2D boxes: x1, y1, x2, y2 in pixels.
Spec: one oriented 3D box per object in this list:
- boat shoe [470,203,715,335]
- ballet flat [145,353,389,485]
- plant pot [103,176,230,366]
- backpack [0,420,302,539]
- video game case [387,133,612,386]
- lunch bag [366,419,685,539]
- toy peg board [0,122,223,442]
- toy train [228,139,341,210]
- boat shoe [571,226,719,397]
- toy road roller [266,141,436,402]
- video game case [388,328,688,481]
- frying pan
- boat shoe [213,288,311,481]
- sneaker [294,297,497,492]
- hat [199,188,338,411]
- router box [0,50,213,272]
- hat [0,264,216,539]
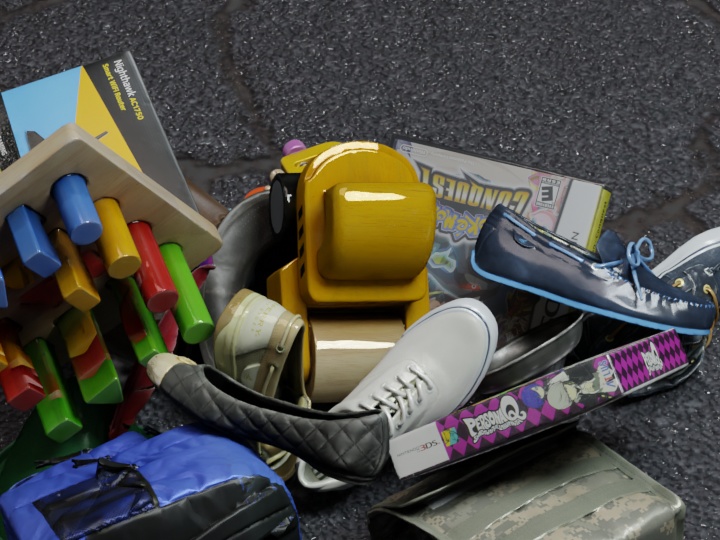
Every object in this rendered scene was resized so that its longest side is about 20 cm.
[{"bbox_3d":[0.188,-0.001,1.759,0.199,0.069,0.084,17,3,1],"label":"boat shoe"},{"bbox_3d":[-0.065,0.096,1.603,0.199,0.057,0.066,20,12,21],"label":"ballet flat"},{"bbox_3d":[-0.204,-0.020,1.878,0.198,0.201,0.200,30,49,28],"label":"plant pot"},{"bbox_3d":[-0.151,0.193,1.610,0.199,0.163,0.168,-20,37,-17],"label":"backpack"},{"bbox_3d":[0.092,-0.005,1.851,0.199,0.182,0.025,15,-3,24],"label":"video game case"},{"bbox_3d":[0.117,0.191,1.621,0.163,0.118,0.200,-22,34,-24],"label":"lunch bag"},{"bbox_3d":[-0.216,0.023,1.628,0.199,0.199,0.098,-36,55,12],"label":"toy peg board"},{"bbox_3d":[-0.020,-0.057,2.010,0.198,0.056,0.151,-2,39,9],"label":"toy train"},{"bbox_3d":[0.271,0.038,1.842,0.199,0.071,0.091,-27,43,-16],"label":"boat shoe"},{"bbox_3d":[0.000,0.000,1.739,0.122,0.202,0.146,-1,-6,-16],"label":"toy road roller"},{"bbox_3d":[0.134,0.097,1.636,0.180,0.036,0.200,-24,-5,22],"label":"video game case"},{"bbox_3d":[0.096,0.083,1.760,0.189,0.031,0.115,-29,4,10],"label":"frying pan"},{"bbox_3d":[-0.064,0.099,1.691,0.063,0.202,0.073,19,48,22],"label":"boat shoe"},{"bbox_3d":[0.028,0.104,1.699,0.073,0.200,0.071,43,19,4],"label":"sneaker"},{"bbox_3d":[-0.051,0.034,1.842,0.199,0.202,0.081,-16,-4,-14],"label":"hat"},{"bbox_3d":[-0.219,-0.067,1.776,0.148,0.051,0.201,-20,59,-10],"label":"router box"},{"bbox_3d":[-0.222,0.103,1.718,0.165,0.177,0.200,14,41,21],"label":"hat"}]
